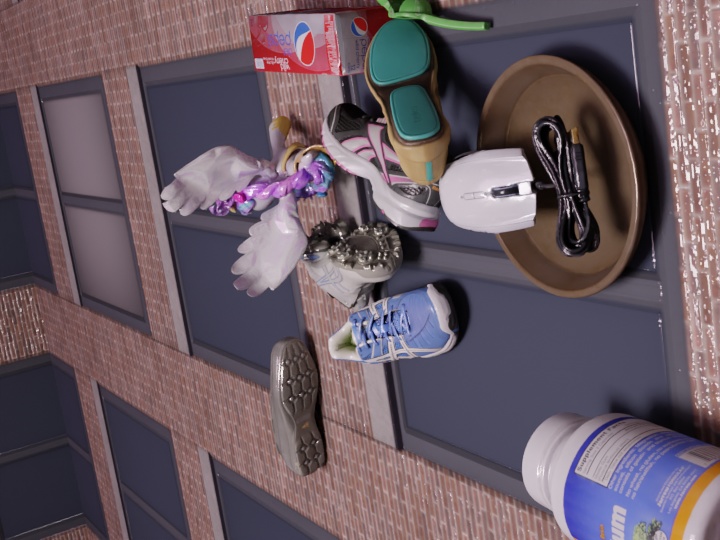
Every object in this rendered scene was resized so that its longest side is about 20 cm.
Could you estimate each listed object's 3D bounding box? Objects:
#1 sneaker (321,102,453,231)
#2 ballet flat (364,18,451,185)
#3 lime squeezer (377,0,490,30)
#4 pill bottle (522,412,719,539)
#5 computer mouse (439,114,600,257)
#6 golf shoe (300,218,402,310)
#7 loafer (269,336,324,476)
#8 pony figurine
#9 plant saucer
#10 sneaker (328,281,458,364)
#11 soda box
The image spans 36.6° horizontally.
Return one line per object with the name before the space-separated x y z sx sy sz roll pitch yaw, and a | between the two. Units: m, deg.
sneaker | 0.037 -0.121 1.074 0.200 0.080 0.086 49 120 42
ballet flat | 0.042 -0.153 0.993 0.200 0.069 0.063 -94 -7 -45
lime squeezer | 0.052 -0.261 1.012 0.071 0.038 0.200 -46 57 22
pill bottle | 0.216 0.173 0.826 0.200 0.112 0.112 15 116 58
computer mouse | 0.117 -0.064 0.907 0.200 0.044 0.110 -2 102 61
golf shoe | 0.000 0.000 1.202 0.200 0.078 0.097 17 135 64
loafer | -0.093 0.177 1.436 0.070 0.070 0.200 21 122 47
pony figurine | -0.110 -0.093 1.215 0.167 0.193 0.200 50 175 -20
plant saucer | 0.164 -0.077 0.890 0.200 0.029 0.200 37 134 49
sneaker | 0.035 0.066 1.142 0.200 0.077 0.076 -34 71 59
soda box | -0.043 -0.241 1.142 0.200 0.070 0.063 21 120 57
